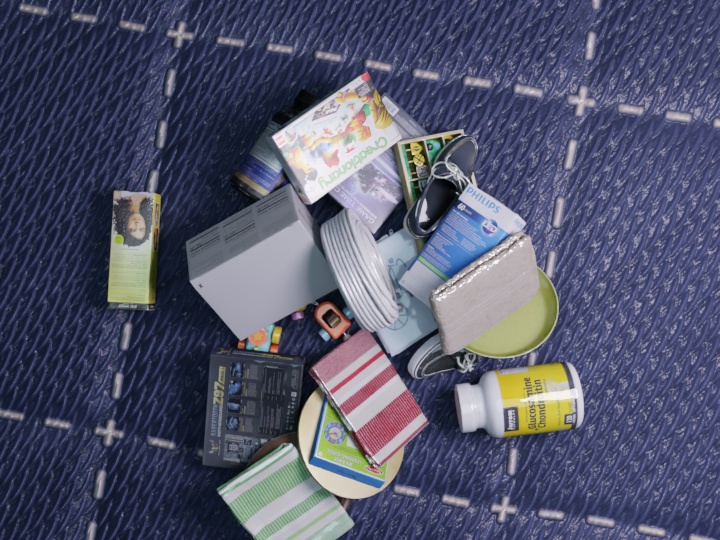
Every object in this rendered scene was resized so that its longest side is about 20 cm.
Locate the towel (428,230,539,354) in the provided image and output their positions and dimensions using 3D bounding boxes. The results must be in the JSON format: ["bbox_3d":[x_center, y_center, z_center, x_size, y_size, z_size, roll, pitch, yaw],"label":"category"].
[{"bbox_3d":[0.196,0.034,1.347,0.199,0.034,0.133,-32,132,-15],"label":"towel"}]

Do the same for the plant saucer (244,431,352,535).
[{"bbox_3d":[-0.100,0.367,1.435,0.199,0.032,0.202,-4,106,-14],"label":"plant saucer"}]

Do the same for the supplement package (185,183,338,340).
[{"bbox_3d":[-0.155,-0.011,1.390,0.199,0.111,0.156,-28,129,8],"label":"supplement package"}]

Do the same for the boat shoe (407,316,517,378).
[{"bbox_3d":[0.176,0.135,1.445,0.198,0.074,0.068,-27,50,-7],"label":"boat shoe"}]

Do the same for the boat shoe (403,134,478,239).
[{"bbox_3d":[0.139,-0.141,1.412,0.075,0.062,0.200,39,78,-11],"label":"boat shoe"}]

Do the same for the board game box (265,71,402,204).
[{"bbox_3d":[-0.041,-0.215,1.388,0.200,0.035,0.127,-38,111,-18],"label":"board game box"}]

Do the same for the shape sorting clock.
[{"bbox_3d":[-0.015,0.278,1.429,0.199,0.039,0.201,13,63,-27],"label":"shape sorting clock"}]

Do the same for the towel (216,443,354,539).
[{"bbox_3d":[-0.122,0.391,1.407,0.152,0.023,0.201,-34,110,-5],"label":"towel"}]

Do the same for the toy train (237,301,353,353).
[{"bbox_3d":[-0.115,0.103,1.462,0.200,0.056,0.150,-38,89,-1],"label":"toy train"}]

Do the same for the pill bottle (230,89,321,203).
[{"bbox_3d":[-0.120,-0.197,1.439,0.112,0.112,0.201,35,89,1],"label":"pill bottle"}]

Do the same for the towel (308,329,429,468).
[{"bbox_3d":[0.016,0.211,1.441,0.144,0.023,0.201,-33,89,-38],"label":"towel"}]

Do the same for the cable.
[{"bbox_3d":[0.000,0.000,1.368,0.069,0.200,0.201,-24,94,8],"label":"cable"}]

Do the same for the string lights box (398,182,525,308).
[{"bbox_3d":[0.163,-0.028,1.384,0.103,0.059,0.200,39,96,27],"label":"string lights box"}]

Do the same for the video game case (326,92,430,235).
[{"bbox_3d":[0.030,-0.181,1.453,0.143,0.019,0.200,42,78,-10],"label":"video game case"}]

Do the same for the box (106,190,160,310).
[{"bbox_3d":[-0.387,-0.033,1.468,0.075,0.050,0.201,2,90,0],"label":"box"}]

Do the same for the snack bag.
[{"bbox_3d":[0.089,0.018,1.480,0.199,0.021,0.189,-31,90,-3],"label":"snack bag"}]

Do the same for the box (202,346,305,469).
[{"bbox_3d":[-0.180,0.236,1.442,0.157,0.051,0.201,6,102,0],"label":"box"}]

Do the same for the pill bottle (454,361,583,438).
[{"bbox_3d":[0.262,0.218,1.430,0.199,0.112,0.113,-7,89,0],"label":"pill bottle"}]

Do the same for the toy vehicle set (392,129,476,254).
[{"bbox_3d":[0.137,-0.130,1.458,0.124,0.026,0.201,-14,91,-16],"label":"toy vehicle set"}]

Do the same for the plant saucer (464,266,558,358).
[{"bbox_3d":[0.227,0.061,1.426,0.199,0.031,0.201,-2,58,3],"label":"plant saucer"}]
